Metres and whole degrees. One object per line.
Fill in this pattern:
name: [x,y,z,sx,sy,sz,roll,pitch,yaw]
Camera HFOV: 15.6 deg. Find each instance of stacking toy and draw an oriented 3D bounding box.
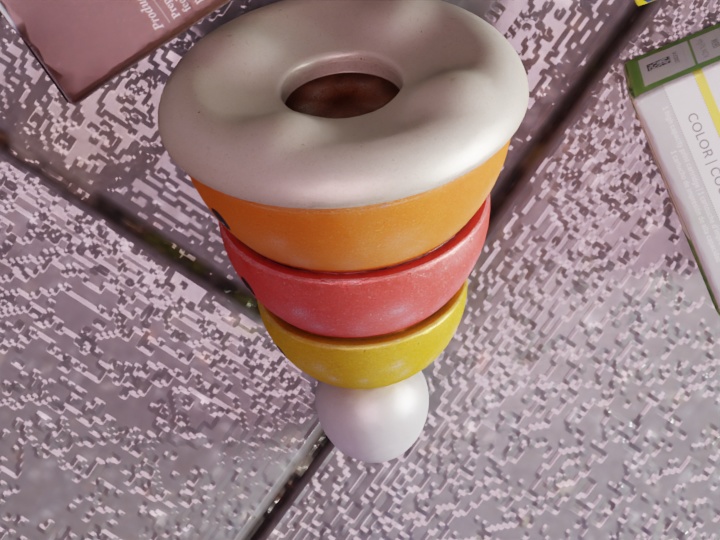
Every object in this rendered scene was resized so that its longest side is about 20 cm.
stacking toy: [0.000,0.000,1.070,0.145,0.146,0.201,-5,124,2]

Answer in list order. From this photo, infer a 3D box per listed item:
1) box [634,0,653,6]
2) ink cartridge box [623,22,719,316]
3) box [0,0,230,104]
box: [0.103,-0.210,1.012,0.064,0.070,0.201,-19,108,4]
ink cartridge box: [0.217,-0.069,1.066,0.199,0.059,0.104,-22,108,8]
box: [-0.058,-0.164,1.029,0.200,0.075,0.100,-32,107,9]
